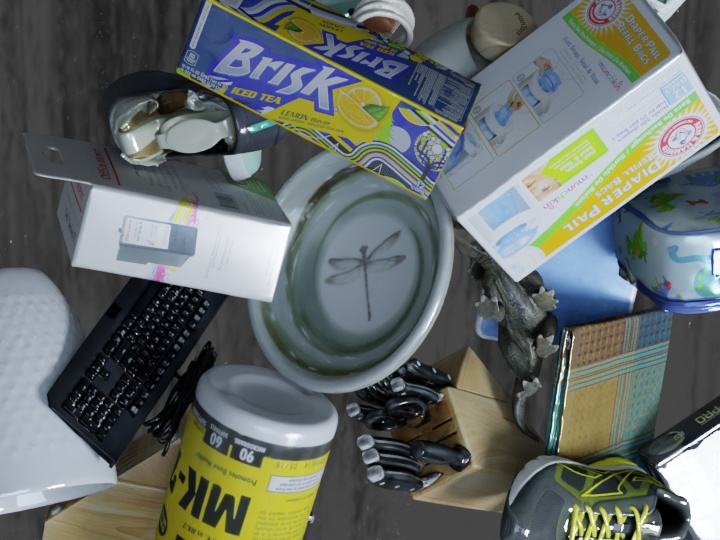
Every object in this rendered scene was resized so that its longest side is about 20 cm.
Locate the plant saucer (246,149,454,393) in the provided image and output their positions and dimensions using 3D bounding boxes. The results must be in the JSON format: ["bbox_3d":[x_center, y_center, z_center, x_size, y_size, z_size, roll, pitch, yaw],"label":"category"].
[{"bbox_3d":[0.000,0.000,1.293,0.050,0.200,0.201,22,108,-49],"label":"plant saucer"}]

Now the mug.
[{"bbox_3d":[-0.297,0.101,1.303,0.199,0.147,0.177,-19,78,33],"label":"mug"}]

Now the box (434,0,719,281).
[{"bbox_3d":[0.152,-0.105,1.222,0.199,0.102,0.112,-37,141,10],"label":"box"}]

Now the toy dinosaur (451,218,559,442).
[{"bbox_3d":[0.129,0.037,1.323,0.076,0.102,0.201,-22,109,12],"label":"toy dinosaur"}]

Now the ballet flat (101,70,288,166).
[{"bbox_3d":[-0.141,-0.111,1.230,0.199,0.073,0.074,3,112,39],"label":"ballet flat"}]

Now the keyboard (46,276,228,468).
[{"bbox_3d":[-0.153,0.061,1.283,0.104,0.201,0.040,45,140,-17],"label":"keyboard"}]

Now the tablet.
[{"bbox_3d":[0.173,-0.031,1.359,0.129,0.014,0.202,8,105,-6],"label":"tablet"}]

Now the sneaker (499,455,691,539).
[{"bbox_3d":[0.188,0.187,1.294,0.199,0.084,0.075,-5,106,-47],"label":"sneaker"}]

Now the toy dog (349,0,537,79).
[{"bbox_3d":[0.041,-0.167,1.257,0.198,0.097,0.132,8,132,-30],"label":"toy dog"}]

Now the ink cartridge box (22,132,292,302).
[{"bbox_3d":[-0.163,-0.042,1.261,0.198,0.117,0.068,12,107,-20],"label":"ink cartridge box"}]

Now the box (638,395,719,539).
[{"bbox_3d":[0.349,0.195,1.408,0.160,0.049,0.201,-30,107,-4],"label":"box"}]

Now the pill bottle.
[{"bbox_3d":[-0.096,0.185,1.285,0.113,0.114,0.202,14,107,-8],"label":"pill bottle"}]

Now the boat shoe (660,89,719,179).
[{"bbox_3d":[0.195,-0.094,1.301,0.199,0.065,0.074,-24,106,4],"label":"boat shoe"}]

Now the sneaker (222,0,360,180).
[{"bbox_3d":[-0.049,-0.163,1.272,0.117,0.074,0.202,6,104,-1],"label":"sneaker"}]

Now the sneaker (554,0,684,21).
[{"bbox_3d":[0.215,-0.218,1.273,0.070,0.080,0.201,35,103,-14],"label":"sneaker"}]

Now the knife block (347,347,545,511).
[{"bbox_3d":[0.075,0.152,1.312,0.064,0.176,0.200,-30,108,27],"label":"knife block"}]

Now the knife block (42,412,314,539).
[{"bbox_3d":[-0.141,0.218,1.385,0.199,0.064,0.176,-32,105,5],"label":"knife block"}]

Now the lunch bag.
[{"bbox_3d":[0.303,-0.027,1.286,0.198,0.161,0.083,-10,107,-9],"label":"lunch bag"}]

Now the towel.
[{"bbox_3d":[0.199,0.133,1.365,0.146,0.022,0.202,-9,110,-45],"label":"towel"}]

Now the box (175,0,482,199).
[{"bbox_3d":[-0.022,-0.133,1.149,0.199,0.064,0.070,27,128,-1],"label":"box"}]
